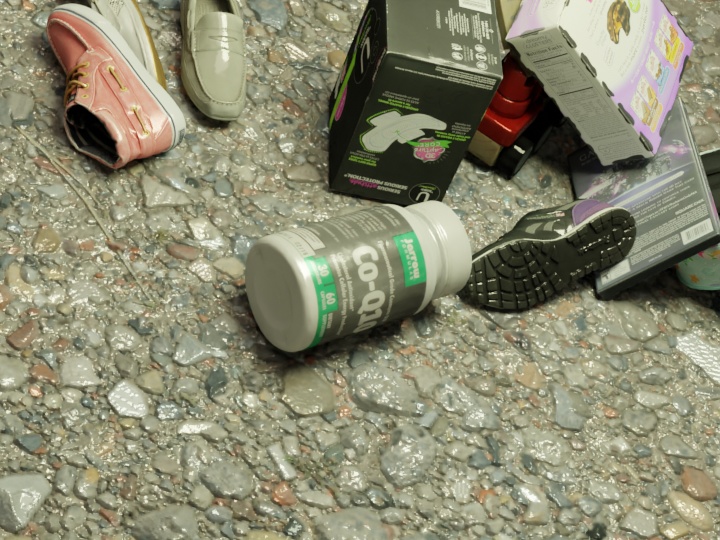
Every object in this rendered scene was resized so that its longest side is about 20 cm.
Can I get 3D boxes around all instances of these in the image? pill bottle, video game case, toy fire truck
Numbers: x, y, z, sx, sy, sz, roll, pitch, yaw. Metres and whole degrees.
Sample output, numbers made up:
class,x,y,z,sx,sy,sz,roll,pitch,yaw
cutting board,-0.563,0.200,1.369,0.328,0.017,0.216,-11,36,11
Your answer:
class,x,y,z,sx,sy,sz,roll,pitch,yaw
pill bottle,0.000,0.000,1.674,0.200,0.113,0.113,-17,58,-32
video game case,0.298,-0.079,1.859,0.019,0.143,0.200,41,31,-40
toy fire truck,0.177,-0.234,1.893,0.129,0.200,0.176,36,47,11

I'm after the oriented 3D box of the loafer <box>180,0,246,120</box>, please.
class,x,y,z,sx,sy,sz,roll,pitch,yaw
loafer,-0.155,-0.243,1.859,0.070,0.070,0.200,1,50,-21

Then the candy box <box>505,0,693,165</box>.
class,x,y,z,sx,sy,sz,roll,pitch,yaw
candy box,0.256,-0.241,1.858,0.200,0.071,0.168,47,51,-31

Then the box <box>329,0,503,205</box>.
class,x,y,z,sx,sy,sz,roll,pitch,yaw
box,0.052,-0.187,1.801,0.124,0.200,0.149,12,46,-13

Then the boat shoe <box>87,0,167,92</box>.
class,x,y,z,sx,sy,sz,roll,pitch,yaw
boat shoe,-0.259,-0.252,1.837,0.069,0.071,0.200,-22,66,-5

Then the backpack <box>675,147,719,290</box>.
class,x,y,z,sx,sy,sz,roll,pitch,yaw
backpack,0.420,-0.055,1.853,0.200,0.151,0.178,-5,42,28

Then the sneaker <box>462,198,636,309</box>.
class,x,y,z,sx,sy,sz,roll,pitch,yaw
sneaker,0.179,-0.020,1.812,0.200,0.076,0.088,-18,26,-22

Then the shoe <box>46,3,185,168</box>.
class,x,y,z,sx,sy,sz,roll,pitch,yaw
shoe,-0.270,-0.186,1.761,0.200,0.072,0.091,47,45,15
